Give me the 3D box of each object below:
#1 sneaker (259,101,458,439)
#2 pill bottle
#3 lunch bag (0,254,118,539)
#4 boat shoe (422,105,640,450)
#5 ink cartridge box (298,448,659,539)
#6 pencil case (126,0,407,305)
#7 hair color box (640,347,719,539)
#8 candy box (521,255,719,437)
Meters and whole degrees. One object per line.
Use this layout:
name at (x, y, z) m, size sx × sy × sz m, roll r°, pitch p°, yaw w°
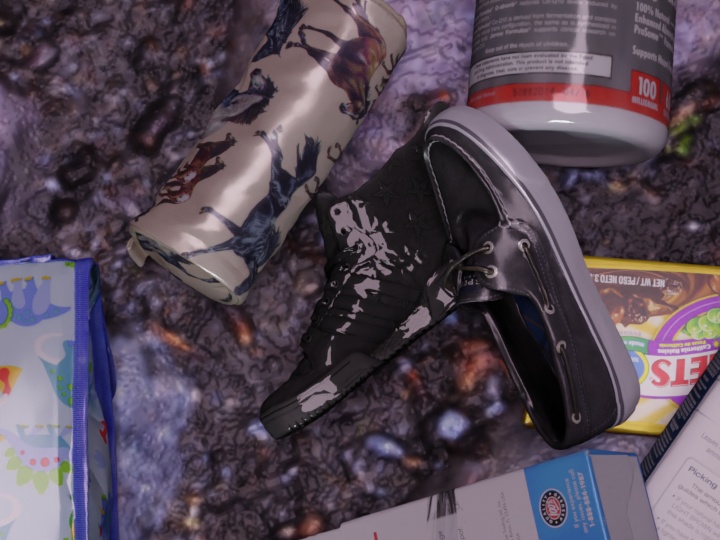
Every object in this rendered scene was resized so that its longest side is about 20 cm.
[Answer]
sneaker at (0.000, 0.000, 1.074) m, size 0.200 × 0.060 × 0.104 m, roll -38°, pitch 86°, yaw -11°
pill bottle at (0.124, -0.167, 1.067) m, size 0.115 × 0.116 × 0.201 m, roll 5°, pitch 82°, yaw 1°
lunch bag at (-0.223, 0.095, 1.028) m, size 0.169 × 0.127 × 0.201 m, roll -3°, pitch 91°, yaw 0°
boat shoe at (0.081, 0.008, 1.027) m, size 0.066 × 0.070 × 0.200 m, roll -31°, pitch 98°, yaw -34°
ink cartridge box at (0.064, 0.178, 1.013) m, size 0.200 × 0.068 × 0.116 m, roll -20°, pitch 73°, yaw 30°
pencil case at (-0.055, -0.076, 1.075) m, size 0.089 × 0.078 × 0.200 m, roll 27°, pitch 82°, yaw 45°
hair color box at (0.216, 0.111, 1.032) m, size 0.100 × 0.061 × 0.200 m, roll 34°, pitch 97°, yaw 3°
candy box at (0.196, 0.048, 1.081) m, size 0.199 × 0.026 × 0.103 m, roll 4°, pitch 85°, yaw 1°
